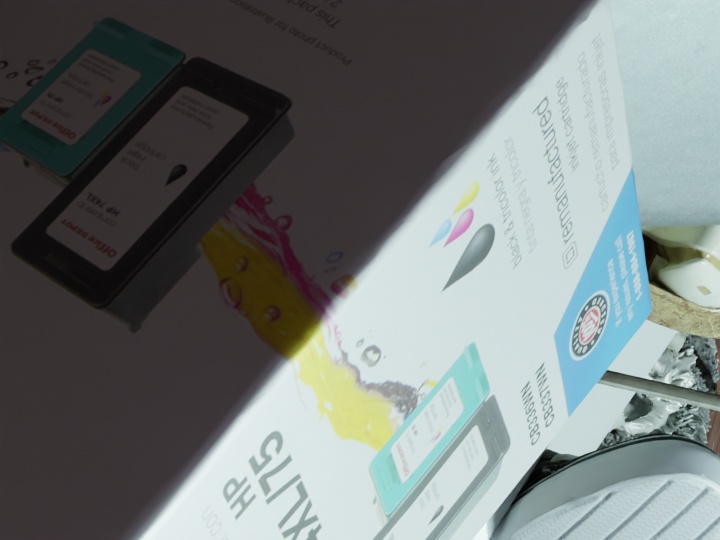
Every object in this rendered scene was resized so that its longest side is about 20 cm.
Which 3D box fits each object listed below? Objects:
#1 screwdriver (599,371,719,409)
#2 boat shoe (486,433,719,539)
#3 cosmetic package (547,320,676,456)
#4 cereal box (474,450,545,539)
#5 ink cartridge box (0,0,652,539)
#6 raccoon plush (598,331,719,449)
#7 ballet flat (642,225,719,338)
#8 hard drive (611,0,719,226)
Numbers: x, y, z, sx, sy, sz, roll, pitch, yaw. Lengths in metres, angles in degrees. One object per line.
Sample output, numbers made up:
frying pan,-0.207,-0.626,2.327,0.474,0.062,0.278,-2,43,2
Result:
screwdriver,0.096,0.047,0.955,0.028,0.199,0.029,-51,158,-78
boat shoe,0.076,0.107,0.948,0.200,0.072,0.071,-38,-151,42
cosmetic package,0.093,0.011,1.042,0.200,0.081,0.113,-57,155,-4
cereal box,-0.008,0.067,0.891,0.144,0.040,0.200,33,89,-23
ink cartridge box,-0.042,0.012,0.601,0.200,0.146,0.147,-49,150,-20
raccoon plush,0.138,0.036,1.180,0.200,0.096,0.135,-72,164,-58
ballet flat,0.114,-0.022,0.941,0.199,0.065,0.071,22,85,-21
hard drive,0.131,-0.077,0.811,0.199,0.033,0.140,-2,132,-27
